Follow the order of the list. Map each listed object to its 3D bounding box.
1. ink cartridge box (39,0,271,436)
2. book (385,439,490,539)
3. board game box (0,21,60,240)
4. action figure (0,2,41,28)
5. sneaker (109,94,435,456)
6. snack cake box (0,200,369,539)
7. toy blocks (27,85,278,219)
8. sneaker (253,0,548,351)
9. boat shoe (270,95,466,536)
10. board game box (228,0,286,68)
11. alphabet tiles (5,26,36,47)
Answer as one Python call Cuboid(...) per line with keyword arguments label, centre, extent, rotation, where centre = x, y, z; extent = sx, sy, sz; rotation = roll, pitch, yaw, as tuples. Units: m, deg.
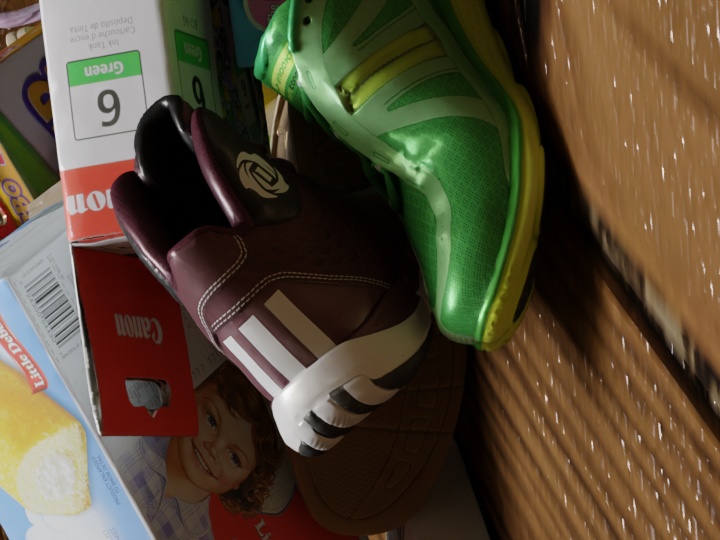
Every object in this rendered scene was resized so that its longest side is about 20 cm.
Cuboid(label="ink cartridge box", centre=(-0.069, -0.042, 1.083), extent=(0.109, 0.050, 0.201), rotation=(10, -109, -74))
Cuboid(label="book", centre=(0.034, 0.180, 1.216), extent=(0.134, 0.048, 0.200), rotation=(-109, 14, -51))
Cuboid(label="board game box", centre=(-0.116, -0.078, 1.390), extent=(0.030, 0.200, 0.096), rotation=(-16, 109, 44))
Cuboid(label="action figure", centre=(-0.155, -0.210, 1.272), extent=(0.149, 0.134, 0.201), rotation=(-5, -97, -78))
Cuboid(label="sneaker", centre=(-0.024, -0.024, 1.018), extent=(0.116, 0.076, 0.200), rotation=(44, -163, -9))
Cuboid(label="snack cake box", centre=(-0.081, 0.073, 1.157), extent=(0.200, 0.067, 0.115), rotation=(62, -146, -10))
Cuboid(label="toy blocks", centre=(-0.081, -0.035, 1.284), extent=(0.100, 0.137, 0.200), rotation=(49, -172, -26))
Cuboid(label="sneaker", centre=(0.009, -0.057, 0.987), extent=(0.074, 0.083, 0.200), rotation=(97, 159, -60))
Cuboid(label="boat shoe", centre=(0.000, 0.000, 1.161), extent=(0.069, 0.074, 0.201), rotation=(-130, 40, -76))
Cuboid(label="board game box", centre=(-0.031, -0.191, 1.094), extent=(0.153, 0.040, 0.201), rotation=(-80, -16, -71))
Cuboid(label="alphabet tiles", centre=(-0.117, -0.029, 1.473), extent=(0.200, 0.015, 0.196), rotation=(64, -173, -1))
